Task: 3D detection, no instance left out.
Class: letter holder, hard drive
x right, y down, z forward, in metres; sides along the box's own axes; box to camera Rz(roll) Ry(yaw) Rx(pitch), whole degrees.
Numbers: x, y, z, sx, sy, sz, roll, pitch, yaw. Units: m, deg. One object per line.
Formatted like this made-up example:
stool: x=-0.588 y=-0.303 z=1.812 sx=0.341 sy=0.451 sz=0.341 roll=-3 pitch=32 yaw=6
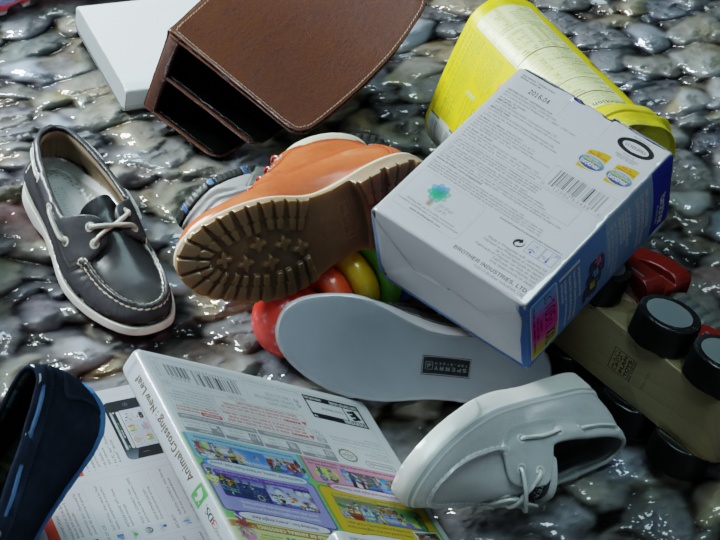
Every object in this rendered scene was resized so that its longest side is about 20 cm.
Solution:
letter holder: x=-0.055 y=-0.177 z=1.551 sx=0.142 sy=0.101 sz=0.200 roll=37 pitch=54 yaw=5
hard drive: x=-0.129 y=-0.194 z=1.635 sx=0.198 sy=0.026 sz=0.132 roll=-10 pitch=43 yaw=-24

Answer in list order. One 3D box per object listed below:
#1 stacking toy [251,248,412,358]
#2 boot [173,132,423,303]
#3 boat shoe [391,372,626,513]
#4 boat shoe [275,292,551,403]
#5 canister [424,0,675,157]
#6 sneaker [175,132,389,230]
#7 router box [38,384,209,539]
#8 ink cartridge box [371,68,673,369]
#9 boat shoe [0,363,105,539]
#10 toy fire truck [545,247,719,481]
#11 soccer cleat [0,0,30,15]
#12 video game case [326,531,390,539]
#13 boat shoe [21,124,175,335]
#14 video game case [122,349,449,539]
stacking toy: x=0.000 y=0.000 z=1.389 sx=0.199 sy=0.086 sz=0.085 roll=-30 pitch=53 yaw=-34
boot: x=-0.054 y=-0.042 z=1.352 sx=0.198 sy=0.076 sz=0.107 roll=-20 pitch=33 yaw=-25
boat shoe: x=0.103 y=0.125 z=1.258 sx=0.068 sy=0.072 sz=0.199 roll=43 pitch=30 yaw=27
boat shoe: x=0.034 y=0.053 z=1.333 sx=0.198 sy=0.071 sz=0.066 roll=7 pitch=7 yaw=-12
canister: x=0.142 y=-0.105 z=1.492 sx=0.086 sy=0.149 sz=0.200 roll=4 pitch=34 yaw=-35
sneaker: x=-0.045 y=-0.045 z=1.450 sx=0.199 sy=0.076 sz=0.077 roll=-24 pitch=71 yaw=-35
router box: x=-0.140 y=0.157 z=1.181 sx=0.178 sy=0.049 sz=0.201 roll=-10 pitch=43 yaw=-24
ink cartridge box: x=0.123 y=-0.049 z=1.315 sx=0.136 sy=0.077 sz=0.200 roll=33 pitch=63 yaw=26
boat shoe: x=-0.228 y=0.141 z=1.099 sx=0.084 sy=0.069 sz=0.201 roll=12 pitch=68 yaw=38
toy fire truck: x=0.251 y=0.036 z=1.380 sx=0.199 sy=0.130 sz=0.176 roll=-15 pitch=43 yaw=-45
soccer cleat: x=-0.277 y=-0.272 z=1.657 sx=0.198 sy=0.077 sz=0.067 roll=-8 pitch=42 yaw=-22
video game case: x=0.084 y=0.238 z=1.092 sx=0.181 sy=0.024 sz=0.201 roll=17 pitch=29 yaw=-40
boat shoe: x=-0.192 y=-0.032 z=1.393 sx=0.073 sy=0.061 sz=0.200 roll=-11 pitch=43 yaw=-26
video game case: x=-0.037 y=0.132 z=1.190 sx=0.199 sy=0.022 sz=0.182 roll=17 pitch=28 yaw=-41
